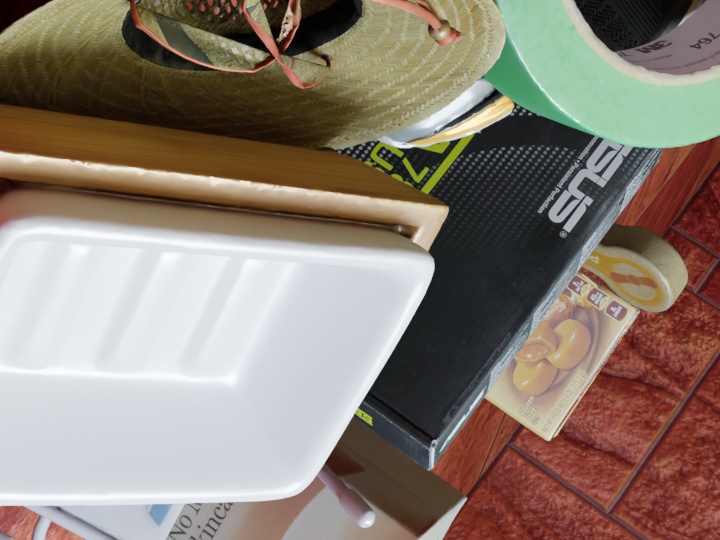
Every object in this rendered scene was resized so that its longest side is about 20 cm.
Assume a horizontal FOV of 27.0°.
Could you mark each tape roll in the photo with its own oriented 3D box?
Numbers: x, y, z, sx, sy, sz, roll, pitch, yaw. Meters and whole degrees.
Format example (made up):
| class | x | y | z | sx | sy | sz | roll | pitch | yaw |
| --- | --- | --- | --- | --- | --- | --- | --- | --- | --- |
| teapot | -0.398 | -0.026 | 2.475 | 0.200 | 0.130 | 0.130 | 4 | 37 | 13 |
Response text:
| class | x | y | z | sx | sy | sz | roll | pitch | yaw |
| --- | --- | --- | --- | --- | --- | --- | --- | --- | --- |
| tape roll | 0.119 | -0.150 | 0.583 | 0.200 | 0.048 | 0.201 | -11 | 113 | -27 |

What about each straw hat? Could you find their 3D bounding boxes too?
| class | x | y | z | sx | sy | sz | roll | pitch | yaw |
| --- | --- | --- | --- | --- | --- | --- | --- | --- | --- |
| straw hat | -0.045 | -0.111 | 0.556 | 0.201 | 0.200 | 0.085 | 59 | 25 | -75 |

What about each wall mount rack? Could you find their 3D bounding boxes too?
| class | x | y | z | sx | sy | sz | roll | pitch | yaw |
| --- | --- | --- | --- | --- | --- | --- | --- | --- | --- |
| wall mount rack | -0.093 | 0.117 | 0.758 | 0.200 | 0.173 | 0.075 | -61 | -178 | 18 |

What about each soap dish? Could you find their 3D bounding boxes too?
| class | x | y | z | sx | sy | sz | roll | pitch | yaw |
| --- | --- | --- | --- | --- | --- | --- | --- | --- | --- |
| soap dish | -0.084 | 0.016 | 0.587 | 0.200 | 0.081 | 0.158 | 6 | 128 | -34 |

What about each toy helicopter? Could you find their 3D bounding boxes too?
| class | x | y | z | sx | sy | sz | roll | pitch | yaw |
| --- | --- | --- | --- | --- | --- | --- | --- | --- | --- |
| toy helicopter | 0.085 | -0.030 | 0.805 | 0.079 | 0.200 | 0.132 | -45 | 151 | -25 |

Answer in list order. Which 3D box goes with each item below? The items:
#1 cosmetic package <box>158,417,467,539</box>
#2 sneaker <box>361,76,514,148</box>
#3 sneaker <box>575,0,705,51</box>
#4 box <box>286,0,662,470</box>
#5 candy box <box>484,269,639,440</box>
| class | x | y | z | sx | sy | sz | roll | pitch | yaw |
| --- | --- | --- | --- | --- | --- | --- | --- | --- | --- |
| cosmetic package | -0.056 | 0.116 | 0.830 | 0.104 | 0.200 | 0.087 | -61 | 164 | 16 |
| sneaker | 0.060 | -0.140 | 0.630 | 0.200 | 0.078 | 0.077 | -52 | 140 | 1 |
| sneaker | 0.154 | -0.138 | 0.746 | 0.121 | 0.084 | 0.200 | -26 | 176 | -18 |
| box | 0.014 | -0.040 | 0.719 | 0.200 | 0.193 | 0.048 | -51 | 163 | -16 |
| candy box | 0.091 | 0.021 | 1.105 | 0.116 | 0.200 | 0.055 | -57 | 169 | 5 |
